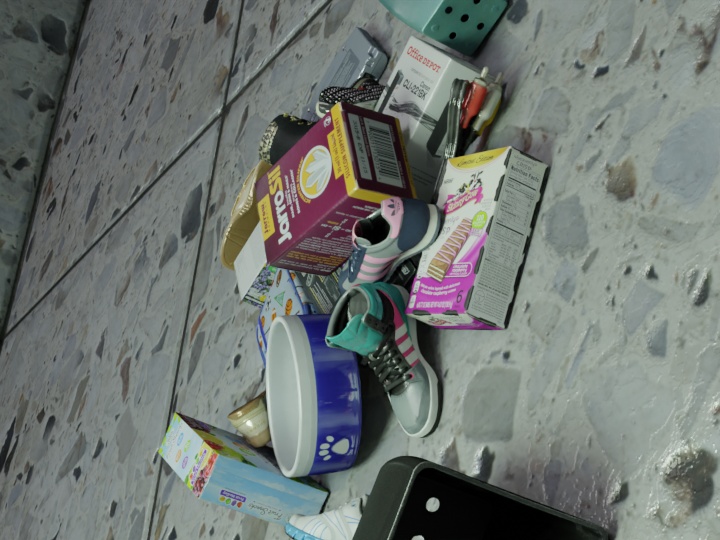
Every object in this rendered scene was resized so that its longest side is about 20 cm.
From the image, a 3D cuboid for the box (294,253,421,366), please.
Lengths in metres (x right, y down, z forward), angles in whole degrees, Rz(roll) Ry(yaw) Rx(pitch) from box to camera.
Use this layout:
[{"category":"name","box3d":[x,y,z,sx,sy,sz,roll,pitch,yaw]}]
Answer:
[{"category":"box","box3d":[0.000,0.000,1.574,0.161,0.043,0.200,-56,44,23]}]

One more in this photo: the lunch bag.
[{"category":"lunch bag","box3d":[-0.092,0.090,1.692,0.201,0.075,0.161,-111,40,-56]}]

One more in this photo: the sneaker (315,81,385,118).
[{"category":"sneaker","box3d":[-0.003,-0.208,1.681,0.200,0.070,0.094,-27,-49,-62]}]

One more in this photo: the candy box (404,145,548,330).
[{"category":"candy box","box3d":[0.133,-0.035,1.392,0.136,0.061,0.202,-5,65,61]}]

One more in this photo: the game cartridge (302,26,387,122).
[{"category":"game cartridge","box3d":[-0.031,-0.282,1.912,0.201,0.040,0.134,-58,32,19]}]

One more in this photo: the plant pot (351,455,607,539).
[{"category":"plant pot","box3d":[0.079,0.281,1.126,0.202,0.198,0.177,-68,16,0]}]

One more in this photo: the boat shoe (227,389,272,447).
[{"category":"boat shoe","box3d":[-0.141,0.211,1.669,0.071,0.065,0.200,-33,-2,3]}]

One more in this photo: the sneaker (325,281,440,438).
[{"category":"sneaker","box3d":[0.021,0.096,1.400,0.083,0.120,0.201,-39,53,34]}]

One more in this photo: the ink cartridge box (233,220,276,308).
[{"category":"ink cartridge box","box3d":[-0.128,-0.049,1.902,0.201,0.050,0.109,-55,29,22]}]

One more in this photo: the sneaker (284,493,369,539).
[{"category":"sneaker","box3d":[-0.014,0.303,1.412,0.199,0.075,0.087,4,66,54]}]

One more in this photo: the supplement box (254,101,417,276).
[{"category":"supplement box","box3d":[-0.035,-0.100,1.520,0.200,0.103,0.132,-39,53,41]}]

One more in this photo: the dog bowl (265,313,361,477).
[{"category":"dog bowl","box3d":[-0.062,0.155,1.507,0.200,0.078,0.202,177,90,-74]}]

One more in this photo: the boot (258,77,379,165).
[{"category":"boot","box3d":[-0.067,-0.222,1.834,0.153,0.073,0.205,36,99,42]}]

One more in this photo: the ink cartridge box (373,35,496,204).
[{"category":"ink cartridge box","box3d":[0.079,-0.193,1.583,0.201,0.083,0.144,-62,28,11]}]

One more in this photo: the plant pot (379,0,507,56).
[{"category":"plant pot","box3d":[0.111,-0.393,1.628,0.142,0.140,0.201,-54,37,26]}]

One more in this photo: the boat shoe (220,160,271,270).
[{"category":"boat shoe","box3d":[-0.180,-0.096,2.020,0.201,0.073,0.069,-64,15,5]}]

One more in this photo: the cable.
[{"category":"cable","box3d":[0.127,-0.154,1.474,0.050,0.097,0.202,14,88,26]}]

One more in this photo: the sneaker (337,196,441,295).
[{"category":"sneaker","box3d":[0.012,-0.032,1.460,0.200,0.081,0.071,-44,41,44]}]

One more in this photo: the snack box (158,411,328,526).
[{"category":"snack box","box3d":[-0.158,0.266,1.584,0.068,0.168,0.200,-66,25,-1]}]
